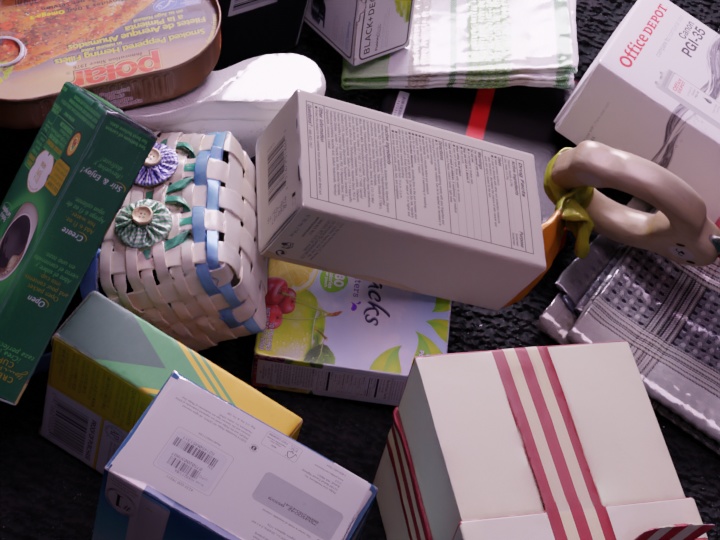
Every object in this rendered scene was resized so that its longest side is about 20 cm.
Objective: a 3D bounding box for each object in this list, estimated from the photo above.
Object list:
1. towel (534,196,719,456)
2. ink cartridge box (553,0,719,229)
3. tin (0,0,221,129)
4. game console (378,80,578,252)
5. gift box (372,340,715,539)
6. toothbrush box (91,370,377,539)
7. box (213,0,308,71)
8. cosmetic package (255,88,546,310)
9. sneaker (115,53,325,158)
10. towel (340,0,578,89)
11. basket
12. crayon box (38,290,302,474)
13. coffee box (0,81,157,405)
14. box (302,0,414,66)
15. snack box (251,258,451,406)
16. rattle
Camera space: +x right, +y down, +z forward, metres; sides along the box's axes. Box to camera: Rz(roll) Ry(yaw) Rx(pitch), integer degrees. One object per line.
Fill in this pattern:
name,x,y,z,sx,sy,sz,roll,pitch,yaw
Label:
towel,0.260,0.035,1.414,0.199,0.035,0.193,34,53,12
ink cartridge box,0.279,-0.123,1.481,0.199,0.083,0.147,34,42,3
tin,-0.197,-0.160,1.290,0.198,0.042,0.113,-13,48,-11
game console,0.098,-0.103,1.483,0.175,0.031,0.201,14,50,3
gift box,0.128,0.166,1.185,0.198,0.185,0.188,-6,53,-11
toothbrush box,-0.087,0.178,1.106,0.145,0.201,0.086,29,53,7
box,-0.132,-0.299,1.454,0.123,0.201,0.197,-22,61,-29
cosmetic package,0.029,-0.048,1.279,0.198,0.073,0.104,15,55,-25
sneaker,-0.126,-0.110,1.333,0.198,0.089,0.076,1,50,-7
towel,0.085,-0.204,1.521,0.198,0.031,0.150,-1,45,6
basket,-0.167,-0.016,1.284,0.198,0.139,0.178,-15,51,19
crayon box,-0.116,0.114,1.195,0.199,0.127,0.051,32,52,8
coffee box,-0.213,-0.021,1.195,0.044,0.201,0.123,27,2,-27
box,-0.033,-0.275,1.494,0.060,0.117,0.200,-21,48,-29
snack box,0.000,0.000,1.345,0.141,0.053,0.202,8,56,-3
rattle,0.222,-0.004,1.367,0.199,0.130,0.144,31,56,-12
